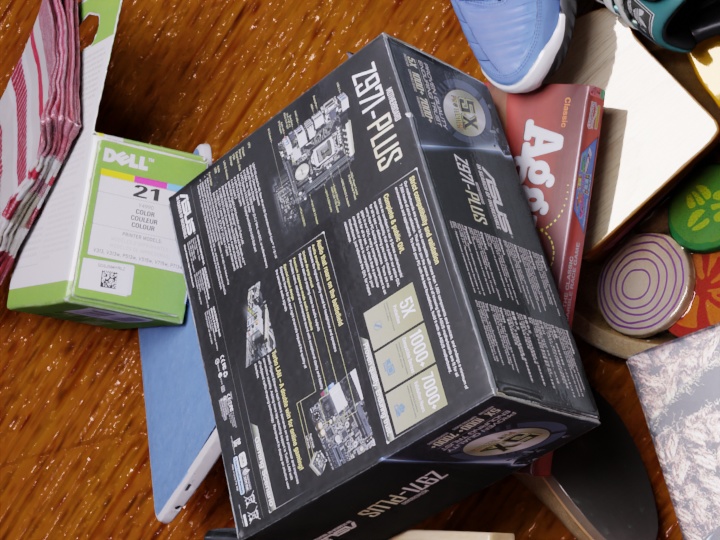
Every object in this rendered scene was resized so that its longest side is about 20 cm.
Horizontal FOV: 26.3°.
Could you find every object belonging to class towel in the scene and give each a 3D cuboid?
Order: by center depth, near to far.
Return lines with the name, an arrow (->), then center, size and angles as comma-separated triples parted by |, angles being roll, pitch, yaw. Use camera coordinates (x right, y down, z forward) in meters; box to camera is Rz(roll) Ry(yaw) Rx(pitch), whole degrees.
towel -> -0.224, -0.080, 0.997 | 0.200, 0.023, 0.144 | -54, 33, 40

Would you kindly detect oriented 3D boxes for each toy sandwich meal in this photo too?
toy sandwich meal -> 0.157, -0.050, 0.823 | 0.205, 0.070, 0.205 | -6, 77, 28

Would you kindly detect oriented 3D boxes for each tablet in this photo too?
tablet -> -0.104, 0.035, 0.923 | 0.130, 0.014, 0.200 | -55, 34, 41

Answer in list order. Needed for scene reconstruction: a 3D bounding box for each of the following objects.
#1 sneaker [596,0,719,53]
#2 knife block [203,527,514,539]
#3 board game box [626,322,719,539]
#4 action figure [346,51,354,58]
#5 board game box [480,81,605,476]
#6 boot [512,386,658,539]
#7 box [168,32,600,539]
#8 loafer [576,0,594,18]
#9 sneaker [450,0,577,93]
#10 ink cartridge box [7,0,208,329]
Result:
sneaker -> 0.142, -0.158, 0.784 | 0.200, 0.071, 0.080 | 14, 75, 29
knife block -> -0.012, 0.169, 0.820 | 0.175, 0.200, 0.064 | 2, 80, -1
board game box -> 0.240, 0.113, 0.729 | 0.159, 0.097, 0.200 | -24, 69, 23
action figure -> -0.019, -0.023, 0.919 | 0.130, 0.069, 0.200 | 35, 101, 25
board game box -> 0.068, 0.001, 0.812 | 0.103, 0.019, 0.200 | 7, 88, 39
boot -> 0.086, 0.088, 0.849 | 0.200, 0.074, 0.075 | 54, 127, 29
box -> 0.004, 0.016, 0.758 | 0.164, 0.086, 0.200 | -35, 56, 30
loafer -> 0.052, -0.205, 0.876 | 0.200, 0.072, 0.063 | 43, 91, -12
sneaker -> 0.053, -0.185, 0.770 | 0.076, 0.077, 0.200 | -6, 102, 43
ink cartridge box -> -0.152, -0.069, 0.960 | 0.148, 0.076, 0.200 | -6, 73, 64
